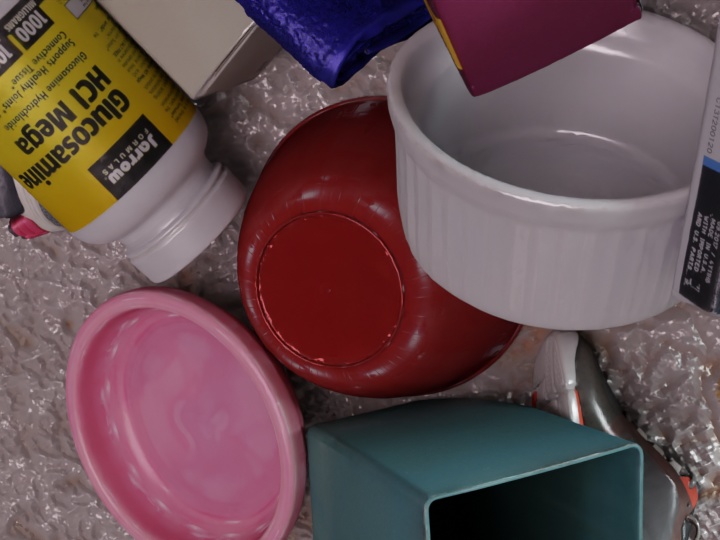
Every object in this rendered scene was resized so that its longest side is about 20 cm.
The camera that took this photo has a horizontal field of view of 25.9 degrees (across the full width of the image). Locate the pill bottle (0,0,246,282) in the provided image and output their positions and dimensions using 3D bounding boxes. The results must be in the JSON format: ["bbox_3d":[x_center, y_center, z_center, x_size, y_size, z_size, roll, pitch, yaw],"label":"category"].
[{"bbox_3d":[-0.168,-0.091,0.966,0.112,0.113,0.200,-36,109,26],"label":"pill bottle"}]

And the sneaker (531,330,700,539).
[{"bbox_3d":[0.164,0.129,0.966,0.082,0.077,0.201,-15,88,-11],"label":"sneaker"}]

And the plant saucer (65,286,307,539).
[{"bbox_3d":[-0.111,0.103,1.050,0.200,0.051,0.201,14,115,32],"label":"plant saucer"}]

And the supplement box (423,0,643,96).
[{"bbox_3d":[0.052,-0.212,0.788,0.103,0.131,0.201,-25,67,5],"label":"supplement box"}]

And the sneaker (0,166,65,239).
[{"bbox_3d":[-0.222,-0.125,1.042,0.074,0.081,0.201,-14,107,10],"label":"sneaker"}]

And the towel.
[{"bbox_3d":[-0.043,-0.202,0.904,0.200,0.148,0.050,41,131,9],"label":"towel"}]

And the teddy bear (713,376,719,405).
[{"bbox_3d":[0.260,-0.001,0.891,0.144,0.067,0.201,-13,93,15],"label":"teddy bear"}]

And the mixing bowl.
[{"bbox_3d":[0.000,0.000,0.964,0.199,0.108,0.201,6,107,20],"label":"mixing bowl"}]

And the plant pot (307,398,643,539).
[{"bbox_3d":[0.051,0.155,0.935,0.200,0.141,0.142,22,119,59],"label":"plant pot"}]

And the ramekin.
[{"bbox_3d":[0.112,-0.058,0.853,0.200,0.201,0.098,16,132,17],"label":"ramekin"}]

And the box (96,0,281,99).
[{"bbox_3d":[-0.130,-0.207,0.969,0.200,0.095,0.078,45,115,4],"label":"box"}]

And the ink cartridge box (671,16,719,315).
[{"bbox_3d":[0.256,-0.081,0.762,0.043,0.199,0.199,40,130,55],"label":"ink cartridge box"}]
